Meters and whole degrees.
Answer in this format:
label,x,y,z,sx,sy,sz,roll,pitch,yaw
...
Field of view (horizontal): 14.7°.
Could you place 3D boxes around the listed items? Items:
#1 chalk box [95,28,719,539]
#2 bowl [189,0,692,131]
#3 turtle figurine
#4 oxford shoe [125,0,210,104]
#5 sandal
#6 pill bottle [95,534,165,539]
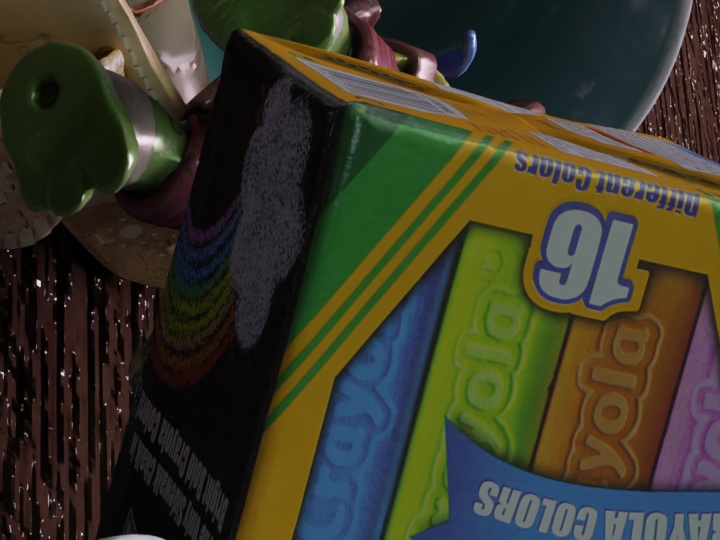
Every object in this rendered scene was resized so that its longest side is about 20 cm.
label,x,y,z,sx,sy,sz,roll,pitch,yaw
chalk box,0.013,0.061,0.648,0.125,0.124,0.200,-138,-118,-71
bowl,0.009,-0.117,0.937,0.201,0.201,0.105,62,9,-18
turtle figurine,0.000,0.000,0.771,0.194,0.144,0.200,33,64,-56
oxford shoe,-0.078,-0.095,0.820,0.070,0.075,0.200,-56,141,-29
sandal,-0.088,-0.033,0.791,0.212,0.078,0.070,43,28,-51
pill bottle,-0.114,0.110,0.518,0.111,0.200,0.111,39,43,-47
